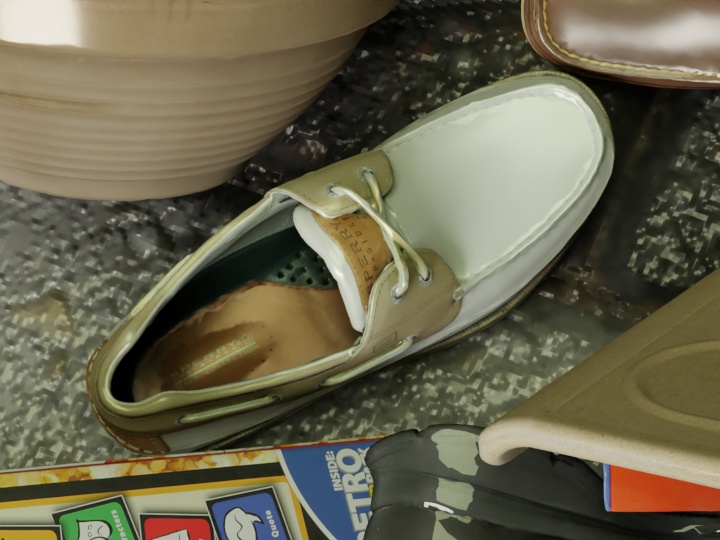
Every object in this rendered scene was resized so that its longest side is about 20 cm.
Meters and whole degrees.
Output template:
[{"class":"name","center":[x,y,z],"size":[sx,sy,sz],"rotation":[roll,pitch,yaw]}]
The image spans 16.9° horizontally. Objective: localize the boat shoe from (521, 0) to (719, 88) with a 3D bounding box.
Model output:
[{"class":"boat shoe","center":[0.152,-0.095,0.803],"size":[0.200,0.068,0.072],"rotation":[-2,103,7]}]

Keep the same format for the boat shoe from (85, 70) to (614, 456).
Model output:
[{"class":"boat shoe","center":[0.000,0.000,0.806],"size":[0.200,0.068,0.075],"rotation":[-35,82,0]}]

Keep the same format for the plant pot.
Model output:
[{"class":"plant pot","center":[-0.084,-0.084,0.827],"size":[0.200,0.201,0.093],"rotation":[10,114,15]}]

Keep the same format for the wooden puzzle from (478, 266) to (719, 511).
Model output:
[{"class":"wooden puzzle","center":[0.162,0.040,0.702],"size":[0.200,0.185,0.046],"rotation":[5,111,35]}]

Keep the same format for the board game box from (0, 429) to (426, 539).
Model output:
[{"class":"board game box","center":[-0.047,0.131,0.732],"size":[0.200,0.046,0.152],"rotation":[-2,65,-26]}]

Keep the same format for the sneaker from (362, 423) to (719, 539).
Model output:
[{"class":"sneaker","center":[0.090,0.113,0.737],"size":[0.200,0.076,0.091],"rotation":[15,72,0]}]
